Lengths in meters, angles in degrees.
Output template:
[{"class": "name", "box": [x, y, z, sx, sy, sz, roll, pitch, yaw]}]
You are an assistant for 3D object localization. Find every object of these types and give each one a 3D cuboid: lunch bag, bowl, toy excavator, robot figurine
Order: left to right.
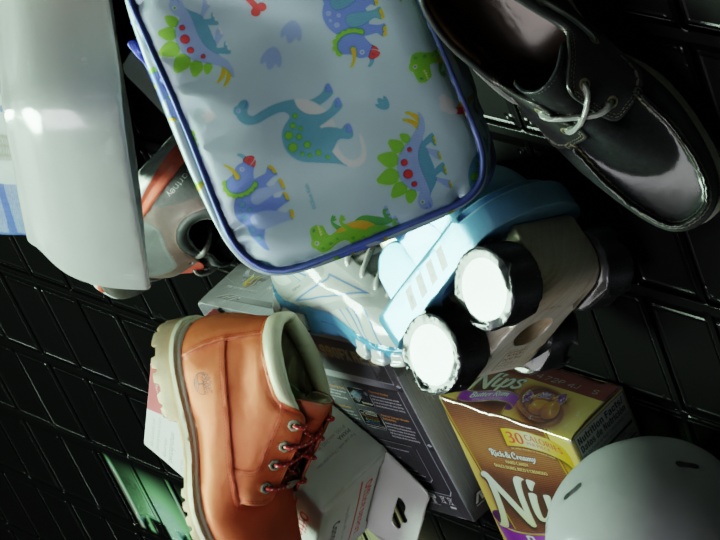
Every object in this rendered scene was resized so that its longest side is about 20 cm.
[{"class": "bowl", "box": [-0.181, -0.106, 1.665, 0.200, 0.075, 0.200, 88, 175, -51]}, {"class": "lunch bag", "box": [-0.029, -0.107, 1.431, 0.082, 0.161, 0.200, -50, -63, -80]}, {"class": "toy excavator", "box": [0.038, -0.018, 1.566, 0.200, 0.100, 0.194, 59, 136, 22]}, {"class": "robot figurine", "box": [0.181, 0.191, 1.595, 0.125, 0.150, 0.200, 20, 140, 45]}]

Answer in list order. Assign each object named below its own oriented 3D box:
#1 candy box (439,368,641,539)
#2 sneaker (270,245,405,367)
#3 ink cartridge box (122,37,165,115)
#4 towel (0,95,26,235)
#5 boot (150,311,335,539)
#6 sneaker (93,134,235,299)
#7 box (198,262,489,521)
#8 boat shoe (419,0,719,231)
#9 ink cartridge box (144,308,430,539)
[{"class": "candy box", "box": [0.136, 0.148, 1.701, 0.117, 0.056, 0.200, 16, 139, 46]}, {"class": "sneaker", "box": [0.000, 0.000, 1.678, 0.200, 0.075, 0.087, 13, 132, 47]}, {"class": "ink cartridge box", "box": [-0.057, -0.136, 1.572, 0.115, 0.068, 0.200, 46, 152, -1]}, {"class": "towel", "box": [-0.266, -0.116, 1.806, 0.147, 0.024, 0.200, 4, 115, 52]}, {"class": "boot", "box": [-0.059, 0.121, 1.718, 0.107, 0.075, 0.200, -11, 98, 30]}, {"class": "sneaker", "box": [-0.129, -0.017, 1.836, 0.082, 0.077, 0.200, 38, 153, 3]}, {"class": "box", "box": [-0.004, 0.080, 1.813, 0.200, 0.048, 0.158, 9, 134, 50]}, {"class": "boat shoe", "box": [0.106, -0.092, 1.383, 0.200, 0.068, 0.072, 47, 119, -3]}, {"class": "ink cartridge box", "box": [-0.052, 0.133, 1.826, 0.200, 0.067, 0.116, 38, 151, 17]}]
